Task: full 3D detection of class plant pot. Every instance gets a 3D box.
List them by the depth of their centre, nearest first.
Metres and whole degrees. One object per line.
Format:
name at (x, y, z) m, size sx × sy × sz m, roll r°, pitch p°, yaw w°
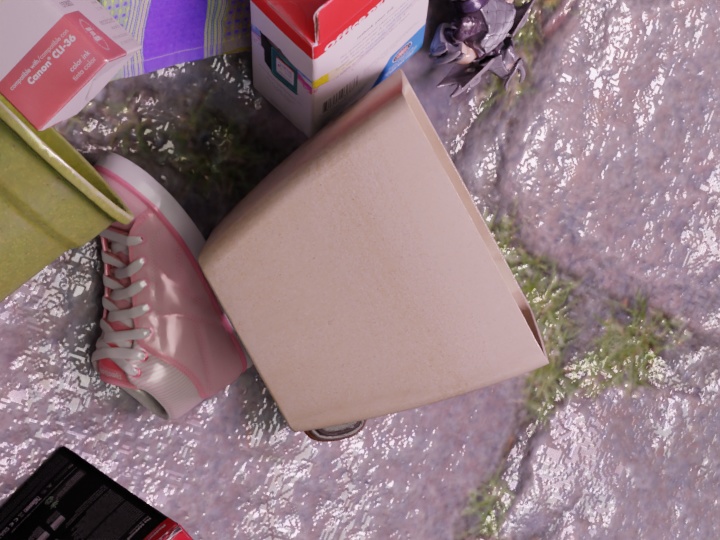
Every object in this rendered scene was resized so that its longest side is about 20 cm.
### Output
plant pot at (-0.279, -0.037, 1.478) m, size 0.184 × 0.200 × 0.200 m, roll -46°, pitch 122°, yaw 1°
plant pot at (0.000, 0.000, 1.572) m, size 0.176 × 0.200 × 0.200 m, roll -29°, pitch 98°, yaw 5°

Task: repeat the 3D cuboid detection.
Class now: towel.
towel at (-0.106, -0.202, 1.569) m, size 0.199 × 0.023 × 0.144 m, roll -17°, pitch 132°, yaw -48°

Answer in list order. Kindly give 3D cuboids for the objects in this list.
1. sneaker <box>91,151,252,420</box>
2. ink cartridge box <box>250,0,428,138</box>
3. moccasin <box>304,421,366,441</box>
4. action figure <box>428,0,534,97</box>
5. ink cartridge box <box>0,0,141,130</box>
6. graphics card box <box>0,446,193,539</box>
sneaker at (-0.154, 0.021, 1.620) m, size 0.105 × 0.075 × 0.201 m, roll -42°, pitch 124°, yaw -22°
ink cartridge box at (-0.013, -0.183, 1.587) m, size 0.116 × 0.200 × 0.067 m, roll -42°, pitch 76°, yaw -16°
moccasin at (-0.031, 0.023, 1.699) m, size 0.073 × 0.078 × 0.203 m, roll -14°, pitch 98°, yaw -11°
action figure at (0.077, -0.215, 1.694) m, size 0.201 × 0.069 × 0.130 m, roll 60°, pitch 41°, yaw -30°
ink cartridge box at (-0.237, -0.186, 1.445) m, size 0.067 × 0.116 × 0.200 m, roll -44°, pitch 94°, yaw 10°
graphics card box at (-0.194, 0.202, 1.568) m, size 0.126 × 0.200 × 0.051 m, roll -47°, pitch 121°, yaw -14°
